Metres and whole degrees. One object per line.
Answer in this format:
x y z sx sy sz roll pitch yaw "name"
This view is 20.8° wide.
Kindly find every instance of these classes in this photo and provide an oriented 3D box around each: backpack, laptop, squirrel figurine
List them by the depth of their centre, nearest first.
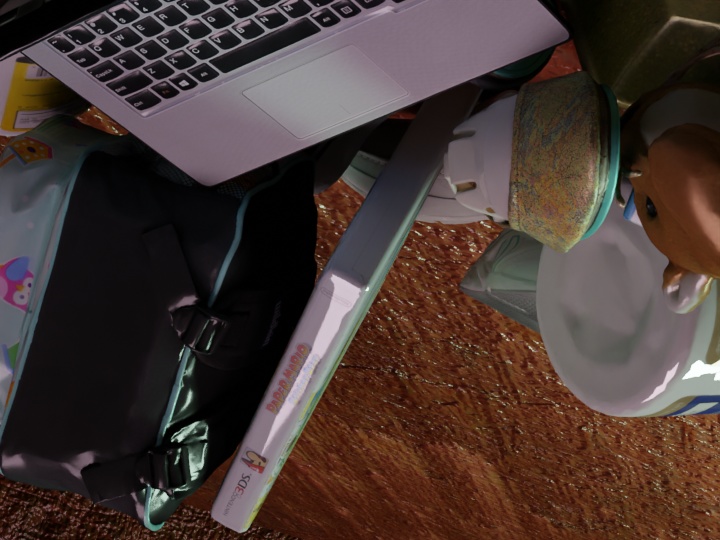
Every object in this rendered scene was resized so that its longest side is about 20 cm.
-0.055 -0.064 0.692 0.187 0.116 0.200 -19 141 33 "laptop"
0.186 -0.013 0.713 0.199 0.142 0.186 28 169 -22 "squirrel figurine"
-0.100 0.008 0.940 0.153 0.177 0.200 20 -161 15 "backpack"

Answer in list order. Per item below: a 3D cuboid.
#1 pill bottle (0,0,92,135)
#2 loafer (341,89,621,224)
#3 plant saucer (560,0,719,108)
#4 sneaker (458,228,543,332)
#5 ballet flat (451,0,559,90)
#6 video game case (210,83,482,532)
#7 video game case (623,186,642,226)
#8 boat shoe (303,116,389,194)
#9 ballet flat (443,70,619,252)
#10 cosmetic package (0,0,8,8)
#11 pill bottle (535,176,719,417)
-0.162 -0.131 0.931 0.112 0.113 0.200 21 164 -9 "pill bottle"
0.072 -0.061 1.004 0.199 0.070 0.070 9 126 32 "loafer"
0.174 -0.107 0.736 0.199 0.048 0.200 13 164 19 "plant saucer"
0.105 -0.008 1.044 0.070 0.081 0.200 29 179 -11 "sneaker"
-0.006 -0.143 0.769 0.200 0.073 0.073 39 159 -18 "ballet flat"
0.000 0.000 0.911 0.023 0.200 0.182 28 134 1 "video game case"
0.217 -0.015 0.851 0.199 0.018 0.143 24 -152 5 "video game case"
-0.029 -0.103 0.968 0.091 0.071 0.200 25 159 -9 "boat shoe"
0.066 -0.043 0.791 0.070 0.071 0.200 18 -177 2 "ballet flat"
-0.151 -0.197 0.617 0.200 0.123 0.199 38 160 -17 "cosmetic package"
0.190 0.011 0.925 0.199 0.112 0.111 1 177 -34 "pill bottle"
